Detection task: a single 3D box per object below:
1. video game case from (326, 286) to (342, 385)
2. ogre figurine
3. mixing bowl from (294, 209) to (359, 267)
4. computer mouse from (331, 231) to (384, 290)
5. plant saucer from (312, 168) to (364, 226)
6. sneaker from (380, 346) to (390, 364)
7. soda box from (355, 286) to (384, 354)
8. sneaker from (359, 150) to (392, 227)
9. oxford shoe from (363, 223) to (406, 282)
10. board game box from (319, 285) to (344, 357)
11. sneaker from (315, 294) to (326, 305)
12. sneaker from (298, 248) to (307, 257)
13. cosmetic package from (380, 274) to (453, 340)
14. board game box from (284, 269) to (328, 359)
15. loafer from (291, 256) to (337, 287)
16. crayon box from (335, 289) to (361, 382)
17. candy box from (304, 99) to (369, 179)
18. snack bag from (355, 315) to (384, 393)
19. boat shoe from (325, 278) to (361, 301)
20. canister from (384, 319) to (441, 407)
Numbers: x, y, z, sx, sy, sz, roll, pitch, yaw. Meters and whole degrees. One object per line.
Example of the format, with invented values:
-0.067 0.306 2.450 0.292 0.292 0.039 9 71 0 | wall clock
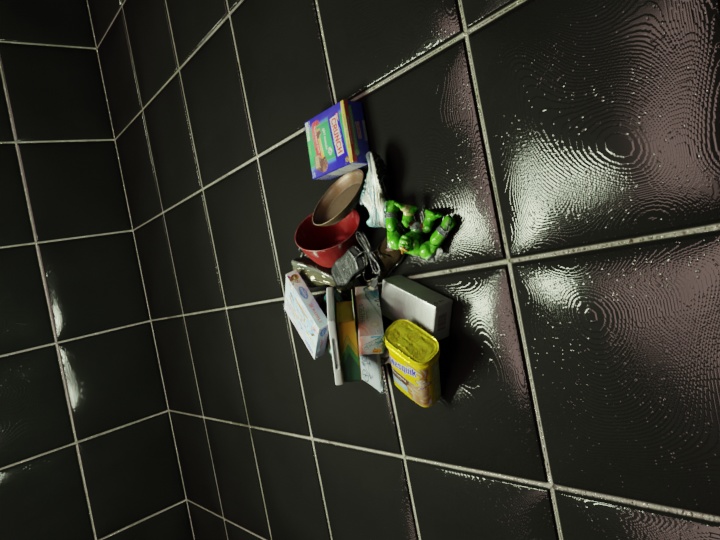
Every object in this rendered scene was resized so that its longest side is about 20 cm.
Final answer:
-0.070 0.170 1.514 0.201 0.023 0.187 -99 3 -67 | video game case
0.138 -0.097 1.422 0.194 0.098 0.124 14 101 12 | ogre figurine
-0.080 -0.084 1.641 0.198 0.199 0.110 28 151 43 | mixing bowl
0.000 0.000 1.531 0.142 0.045 0.201 58 137 18 | computer mouse
-0.055 -0.196 1.598 0.037 0.204 0.198 42 150 -26 | plant saucer
0.053 0.202 1.610 0.198 0.074 0.118 -20 87 54 | sneaker
0.023 0.127 1.494 0.202 0.066 0.065 -96 3 -53 | soda box
0.031 -0.210 1.504 0.084 0.077 0.206 -8 97 25 | sneaker
0.065 -0.038 1.531 0.073 0.083 0.203 50 132 31 | oxford shoe
-0.078 0.156 1.663 0.137 0.028 0.201 57 146 20 | board game box
-0.101 0.104 1.767 0.198 0.079 0.073 -21 92 54 | sneaker
-0.147 -0.085 1.779 0.077 0.080 0.203 47 132 31 | sneaker
0.142 0.096 1.478 0.198 0.070 0.104 27 122 44 | cosmetic package
-0.164 0.134 1.703 0.202 0.040 0.201 56 155 23 | board game box
-0.123 0.015 1.683 0.197 0.074 0.072 19 117 37 | loafer
-0.033 0.170 1.494 0.126 0.050 0.206 -98 2 -70 | crayon box
-0.067 -0.364 1.613 0.197 0.076 0.175 -11 88 50 | candy box
0.006 0.224 1.609 0.198 0.021 0.195 22 122 55 | snack bag
-0.061 0.037 1.724 0.199 0.075 0.075 36 157 40 | boat shoe
0.138 0.241 1.450 0.147 0.086 0.203 32 149 35 | canister
